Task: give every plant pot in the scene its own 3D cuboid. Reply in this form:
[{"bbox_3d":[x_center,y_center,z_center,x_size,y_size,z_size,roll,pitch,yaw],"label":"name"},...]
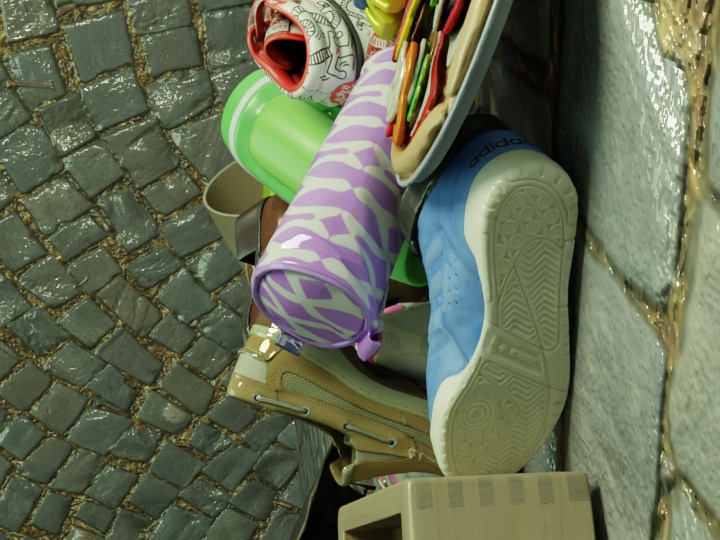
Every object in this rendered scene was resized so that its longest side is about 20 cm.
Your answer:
[{"bbox_3d":[-0.075,-0.032,1.386,0.188,0.185,0.202,-109,1,-60],"label":"plant pot"}]

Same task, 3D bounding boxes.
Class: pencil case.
[{"bbox_3d":[0.006,-0.046,0.683,0.084,0.085,0.201,117,178,-61],"label":"pencil case"}]

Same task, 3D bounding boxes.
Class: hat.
[{"bbox_3d":[-0.012,0.223,0.867,0.201,0.080,0.203,20,-90,-83],"label":"hat"}]

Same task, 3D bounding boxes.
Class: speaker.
[{"bbox_3d":[-0.012,-0.072,0.809,0.199,0.088,0.089,37,144,31],"label":"speaker"}]

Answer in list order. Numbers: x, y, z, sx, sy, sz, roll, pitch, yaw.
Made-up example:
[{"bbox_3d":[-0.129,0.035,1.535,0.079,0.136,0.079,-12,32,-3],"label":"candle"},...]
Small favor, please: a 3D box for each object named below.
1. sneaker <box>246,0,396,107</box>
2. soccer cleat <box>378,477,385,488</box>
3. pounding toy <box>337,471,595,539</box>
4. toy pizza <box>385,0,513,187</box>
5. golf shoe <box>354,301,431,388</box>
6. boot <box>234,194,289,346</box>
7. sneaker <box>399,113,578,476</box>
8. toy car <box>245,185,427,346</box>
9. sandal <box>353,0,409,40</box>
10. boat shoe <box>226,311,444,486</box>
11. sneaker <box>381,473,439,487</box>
[{"bbox_3d":[-0.034,-0.198,0.799,0.067,0.107,0.203,-51,50,43],"label":"sneaker"},{"bbox_3d":[0.032,0.115,1.059,0.201,0.066,0.077,-103,28,-46],"label":"soccer cleat"},{"bbox_3d":[0.074,0.225,0.624,0.184,0.140,0.203,130,138,-68],"label":"pounding toy"},{"bbox_3d":[0.045,-0.142,0.580,0.200,0.031,0.202,-162,90,-82],"label":"toy pizza"},{"bbox_3d":[0.038,0.050,0.795,0.200,0.090,0.076,131,144,-80],"label":"golf shoe"},{"bbox_3d":[0.000,0.000,0.874,0.068,0.199,0.190,25,-131,-49],"label":"boot"},{"bbox_3d":[0.066,0.013,0.628,0.111,0.076,0.202,-117,25,-59],"label":"sneaker"},{"bbox_3d":[-0.005,-0.001,0.964,0.200,0.156,0.167,-174,88,-71],"label":"toy car"},{"bbox_3d":[0.007,-0.214,0.619,0.080,0.087,0.201,-52,-10,-30],"label":"sandal"},{"bbox_3d":[0.006,0.104,0.717,0.077,0.199,0.072,-63,8,-17],"label":"boat shoe"},{"bbox_3d":[0.044,0.135,0.881,0.200,0.080,0.089,-115,23,-70],"label":"sneaker"}]
